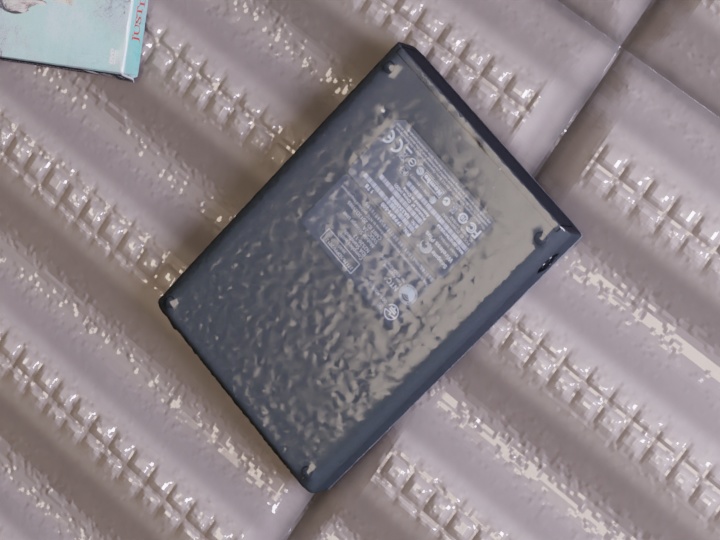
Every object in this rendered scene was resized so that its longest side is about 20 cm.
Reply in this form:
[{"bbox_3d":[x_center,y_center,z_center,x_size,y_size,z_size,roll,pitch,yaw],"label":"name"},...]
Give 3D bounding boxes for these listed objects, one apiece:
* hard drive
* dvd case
[{"bbox_3d":[0.000,0.000,1.066,0.200,0.033,0.140,-46,73,16],"label":"hard drive"},{"bbox_3d":[-0.207,-0.195,1.164,0.199,0.022,0.147,11,94,25],"label":"dvd case"}]
